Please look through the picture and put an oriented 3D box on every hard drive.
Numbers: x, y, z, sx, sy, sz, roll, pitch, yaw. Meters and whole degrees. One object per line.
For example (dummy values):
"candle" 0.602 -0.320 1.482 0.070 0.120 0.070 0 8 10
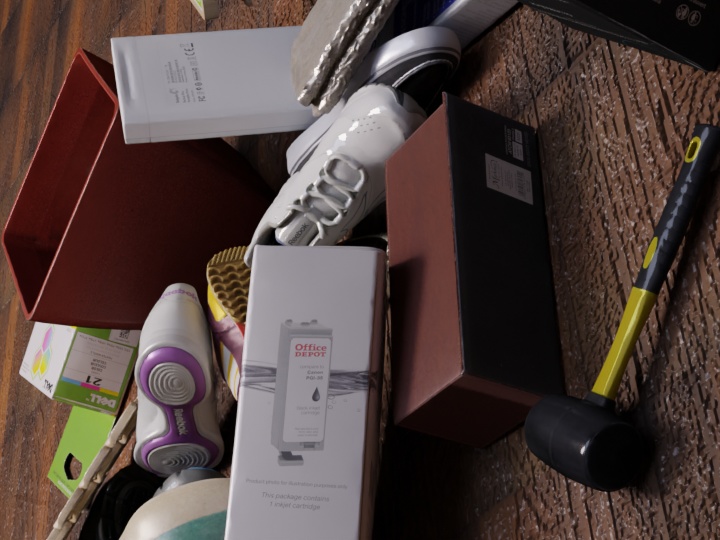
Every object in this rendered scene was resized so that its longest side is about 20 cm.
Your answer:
"hard drive" -0.094 -0.153 1.069 0.132 0.199 0.027 -109 17 -49

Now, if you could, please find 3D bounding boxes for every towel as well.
"towel" 0.008 -0.213 0.970 0.200 0.034 0.133 -57 19 20

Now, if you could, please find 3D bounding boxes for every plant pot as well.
"plant pot" -0.194 -0.057 1.199 0.201 0.176 0.200 -65 29 13

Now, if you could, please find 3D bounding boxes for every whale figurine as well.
"whale figurine" -0.128 0.232 0.940 0.200 0.159 0.104 -40 57 21

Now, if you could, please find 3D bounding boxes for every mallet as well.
"mallet" 0.143 0.017 0.710 0.066 0.041 0.201 3 71 63

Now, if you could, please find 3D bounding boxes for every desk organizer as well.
"desk organizer" 0.064 0.000 0.818 0.077 0.071 0.201 -42 39 46

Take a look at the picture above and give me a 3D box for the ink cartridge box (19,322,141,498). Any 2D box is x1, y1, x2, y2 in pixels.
"ink cartridge box" -0.307 0.129 1.393 0.148 0.075 0.201 13 83 62

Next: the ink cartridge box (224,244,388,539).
"ink cartridge box" -0.030 0.100 0.836 0.147 0.082 0.201 84 -170 -71

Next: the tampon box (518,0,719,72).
"tampon box" 0.152 -0.239 0.746 0.201 0.126 0.150 -66 29 8

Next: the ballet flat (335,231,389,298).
"ballet flat" 0.000 0.000 0.956 0.200 0.046 0.068 -7 66 60

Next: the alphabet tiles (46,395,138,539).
"alphabet tiles" -0.223 0.165 1.193 0.201 0.015 0.196 -58 2 -3

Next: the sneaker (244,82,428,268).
"sneaker" -0.016 -0.053 0.939 0.087 0.074 0.200 -53 3 -42

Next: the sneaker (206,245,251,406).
"sneaker" -0.067 0.080 1.016 0.090 0.075 0.201 95 161 -53

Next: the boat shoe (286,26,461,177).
"boat shoe" 0.011 -0.101 0.986 0.200 0.070 0.067 -37 60 42

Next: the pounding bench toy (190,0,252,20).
"pounding bench toy" -0.070 -0.291 1.132 0.200 0.155 0.125 -124 26 -56

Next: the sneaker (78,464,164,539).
"sneaker" -0.227 0.273 1.181 0.091 0.076 0.201 -20 46 63

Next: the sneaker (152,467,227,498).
"sneaker" -0.167 0.251 1.072 0.200 0.073 0.082 -57 31 25

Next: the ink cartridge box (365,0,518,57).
"ink cartridge box" 0.074 -0.257 0.989 0.200 0.047 0.199 -35 45 51

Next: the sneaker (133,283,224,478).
"sneaker" -0.145 0.095 1.094 0.201 0.074 0.100 101 171 -47
